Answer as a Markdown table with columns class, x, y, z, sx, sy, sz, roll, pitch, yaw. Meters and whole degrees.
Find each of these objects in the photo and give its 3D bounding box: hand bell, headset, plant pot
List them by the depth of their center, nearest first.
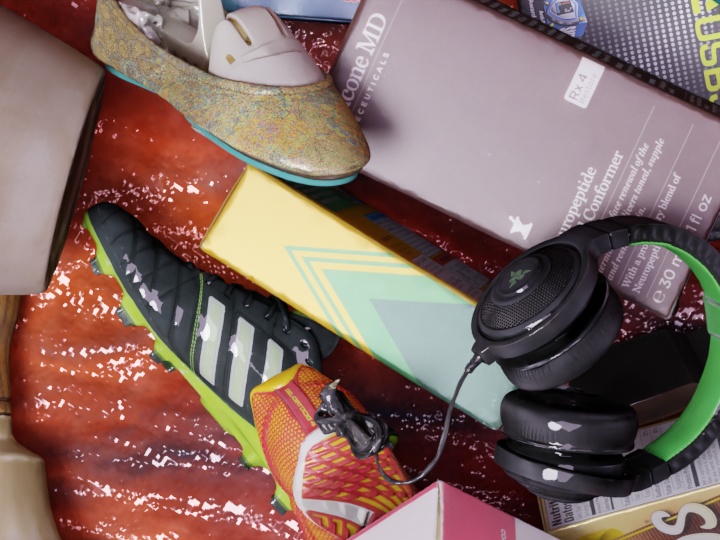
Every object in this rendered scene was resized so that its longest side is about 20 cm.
| class | x | y | z | sx | sy | sz | roll | pitch | yaw |
| --- | --- | --- | --- | --- | --- | --- | --- | --- | --- |
| headset | 0.081 | 0.046 | 1.162 | 0.199 | 0.094 | 0.124 | -18 | 108 | -22 |
| plant pot | -0.223 | -0.068 | 1.257 | 0.173 | 0.200 | 0.201 | 15 | 96 | -3 |
| hand bell | -0.192 | 0.064 | 1.321 | 0.103 | 0.104 | 0.201 | -3 | 81 | 8 |

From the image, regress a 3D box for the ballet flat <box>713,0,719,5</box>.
| class | x | y | z | sx | sy | sz | roll | pitch | yaw |
| --- | --- | --- | --- | --- | --- | --- | --- | --- | --- |
| ballet flat | 0.168 | -0.163 | 1.215 | 0.199 | 0.067 | 0.071 | 24 | 74 | 5 |

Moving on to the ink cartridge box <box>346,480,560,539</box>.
| class | x | y | z | sx | sy | sz | roll | pitch | yaw |
| --- | --- | --- | --- | --- | --- | --- | --- | --- | --- |
| ink cartridge box | 0.069 | 0.197 | 1.212 | 0.199 | 0.083 | 0.146 | 28 | 136 | -26 |

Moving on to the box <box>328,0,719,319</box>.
| class | x | y | z | sx | sy | sz | roll | pitch | yaw |
| --- | --- | --- | --- | --- | --- | --- | --- | --- | --- |
| box | 0.082 | -0.067 | 1.224 | 0.199 | 0.075 | 0.101 | 25 | 100 | 6 |

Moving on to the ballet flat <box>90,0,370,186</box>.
| class | x | y | z | sx | sy | sz | roll | pitch | yaw |
| --- | --- | --- | --- | --- | --- | --- | --- | --- | --- |
| ballet flat | -0.065 | -0.101 | 1.199 | 0.200 | 0.070 | 0.071 | 33 | 100 | 47 |

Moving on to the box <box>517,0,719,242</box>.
| class | x | y | z | sx | sy | sz | roll | pitch | yaw |
| --- | --- | --- | --- | --- | --- | --- | --- | --- | --- |
| box | 0.179 | -0.117 | 1.265 | 0.192 | 0.048 | 0.201 | -10 | 94 | 11 |

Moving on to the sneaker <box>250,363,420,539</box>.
| class | x | y | z | sx | sy | sz | roll | pitch | yaw |
| --- | --- | --- | --- | --- | --- | --- | --- | --- | --- |
| sneaker | 0.000 | 0.116 | 1.259 | 0.073 | 0.201 | 0.077 | -27 | 48 | -9 |

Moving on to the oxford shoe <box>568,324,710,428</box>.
| class | x | y | z | sx | sy | sz | roll | pitch | yaw |
| --- | --- | --- | --- | --- | --- | --- | --- | --- | --- |
| oxford shoe | 0.208 | 0.058 | 1.274 | 0.199 | 0.071 | 0.072 | -14 | 121 | 7 |

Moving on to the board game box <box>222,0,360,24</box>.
| class | x | y | z | sx | sy | sz | roll | pitch | yaw |
| --- | --- | --- | --- | --- | --- | --- | --- | --- | --- |
| board game box | -0.020 | -0.226 | 1.284 | 0.150 | 0.047 | 0.201 | 5 | 94 | 7 |

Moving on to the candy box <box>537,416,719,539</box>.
| class | x | y | z | sx | sy | sz | roll | pitch | yaw |
| --- | --- | --- | --- | --- | --- | --- | --- | --- | --- |
| candy box | 0.195 | 0.119 | 1.246 | 0.199 | 0.055 | 0.116 | -17 | 132 | 8 |

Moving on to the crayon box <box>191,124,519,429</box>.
| class | x | y | z | sx | sy | sz | roll | pitch | yaw |
| --- | --- | --- | --- | --- | --- | --- | --- | --- | --- |
| crayon box | 0.000 | 0.000 | 1.257 | 0.199 | 0.126 | 0.052 | 32 | 97 | 5 |

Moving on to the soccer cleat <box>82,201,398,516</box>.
| class | x | y | z | sx | sy | sz | roll | pitch | yaw |
| --- | --- | --- | --- | --- | --- | --- | --- | --- | --- |
| soccer cleat | -0.062 | 0.035 | 1.304 | 0.081 | 0.068 | 0.200 | -40 | 95 | -1 |
